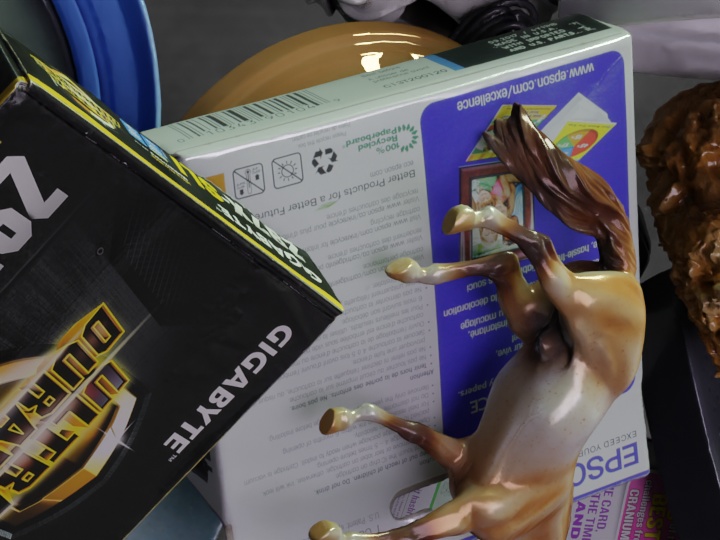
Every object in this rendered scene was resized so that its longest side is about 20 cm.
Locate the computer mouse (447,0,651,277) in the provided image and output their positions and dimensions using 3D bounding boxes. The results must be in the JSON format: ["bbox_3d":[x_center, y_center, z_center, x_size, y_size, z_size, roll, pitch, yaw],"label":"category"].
[{"bbox_3d":[0.056,-0.014,1.039,0.140,0.046,0.200,-37,137,-2],"label":"computer mouse"}]

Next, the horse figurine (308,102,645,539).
[{"bbox_3d":[0.057,0.042,0.903,0.132,0.050,0.200,15,101,-34],"label":"horse figurine"}]

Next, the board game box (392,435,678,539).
[{"bbox_3d":[0.066,0.134,1.103,0.200,0.040,0.153,20,89,-36],"label":"board game box"}]

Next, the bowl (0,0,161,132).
[{"bbox_3d":[-0.163,-0.074,0.856,0.200,0.039,0.201,14,69,-40],"label":"bowl"}]

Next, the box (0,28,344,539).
[{"bbox_3d":[-0.129,0.036,0.806,0.200,0.049,0.160,-46,127,8],"label":"box"}]

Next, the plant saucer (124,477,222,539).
[{"bbox_3d":[-0.140,0.069,0.940,0.201,0.039,0.201,-9,107,-33],"label":"plant saucer"}]

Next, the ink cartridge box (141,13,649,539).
[{"bbox_3d":[0.020,0.018,0.927,0.198,0.043,0.200,-17,116,-24],"label":"ink cartridge box"}]

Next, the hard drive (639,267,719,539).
[{"bbox_3d":[0.191,0.086,1.132,0.135,0.042,0.200,-18,94,-50],"label":"hard drive"}]

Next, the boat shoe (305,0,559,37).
[{"bbox_3d":[0.004,-0.132,0.986,0.200,0.072,0.066,23,83,-44],"label":"boat shoe"}]

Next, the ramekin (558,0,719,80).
[{"bbox_3d":[0.185,-0.144,1.006,0.200,0.200,0.105,5,86,-35],"label":"ramekin"}]

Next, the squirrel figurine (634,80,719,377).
[{"bbox_3d":[0.206,0.010,1.060,0.200,0.141,0.187,7,78,-32],"label":"squirrel figurine"}]

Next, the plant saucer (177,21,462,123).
[{"bbox_3d":[0.000,0.000,0.958,0.200,0.037,0.200,-12,115,-27],"label":"plant saucer"}]
